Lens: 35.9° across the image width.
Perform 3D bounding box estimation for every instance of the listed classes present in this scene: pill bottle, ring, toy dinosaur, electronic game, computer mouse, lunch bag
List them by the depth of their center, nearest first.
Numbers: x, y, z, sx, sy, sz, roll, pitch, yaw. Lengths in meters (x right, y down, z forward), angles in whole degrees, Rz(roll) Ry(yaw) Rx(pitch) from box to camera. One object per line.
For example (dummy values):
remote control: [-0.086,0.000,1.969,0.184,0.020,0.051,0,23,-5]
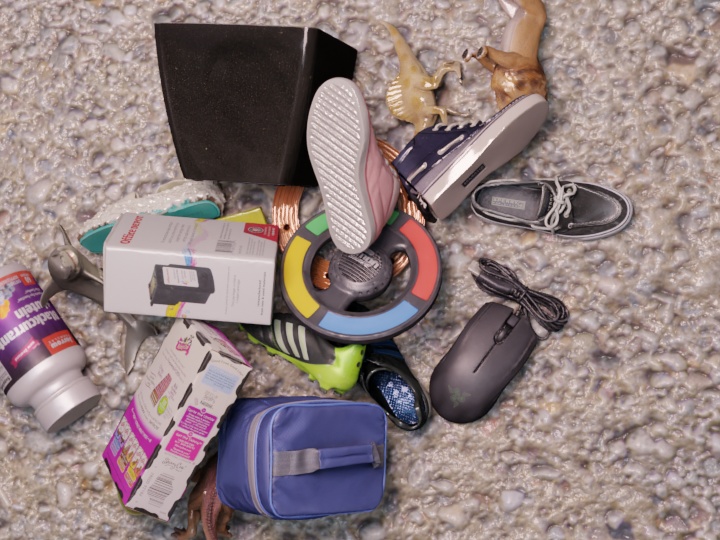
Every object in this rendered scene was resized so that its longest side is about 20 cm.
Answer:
lunch bag: [-0.056,0.220,1.306,0.132,0.198,0.138,-1,88,51]
electronic game: [0.000,0.000,1.330,0.197,0.042,0.202,-2,55,3]
toy dinosaur: [-0.170,0.252,1.348,0.085,0.202,0.136,19,131,-15]
computer mouse: [0.152,0.096,1.356,0.138,0.053,0.201,32,92,8]
toy dinosaur: [0.078,-0.232,1.381,0.100,0.058,0.203,-13,85,9]
ring: [-0.015,-0.072,1.406,0.197,0.019,0.204,-1,86,8]
pill bottle: [-0.419,0.101,1.409,0.111,0.111,0.201,-38,83,5]

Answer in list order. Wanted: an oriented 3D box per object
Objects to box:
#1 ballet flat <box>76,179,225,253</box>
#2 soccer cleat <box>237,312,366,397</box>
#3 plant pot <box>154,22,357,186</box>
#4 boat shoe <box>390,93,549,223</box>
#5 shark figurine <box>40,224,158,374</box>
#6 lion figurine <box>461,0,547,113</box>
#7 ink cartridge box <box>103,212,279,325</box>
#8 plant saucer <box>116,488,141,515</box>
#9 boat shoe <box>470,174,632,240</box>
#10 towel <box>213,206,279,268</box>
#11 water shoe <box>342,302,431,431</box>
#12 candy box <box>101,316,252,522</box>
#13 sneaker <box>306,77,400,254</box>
ballet flat: [-0.267,-0.076,1.428,0.197,0.072,0.073,-14,85,5]
soccer cleat: [-0.073,0.079,1.361,0.199,0.067,0.082,29,95,33]
plant pot: [-0.123,-0.193,1.339,0.197,0.199,0.180,4,95,14]
boat shoe: [0.125,-0.157,1.328,0.200,0.075,0.093,-41,61,1]
shark figurine: [-0.351,0.033,1.395,0.089,0.215,0.128,-39,49,-4]
lion figurine: [0.193,-0.283,1.358,0.121,0.072,0.203,19,82,-25]
ink cartridge box: [-0.200,-0.005,1.336,0.197,0.146,0.084,5,109,-3]
plant saucer: [-0.234,0.205,1.362,0.031,0.200,0.202,26,92,-31]
boat shoe: [0.231,-0.081,1.345,0.196,0.068,0.075,11,89,9]
towel: [-0.207,-0.016,1.422,0.197,0.018,0.087,-16,110,6]
water shoe: [0.017,0.108,1.361,0.071,0.079,0.200,-42,82,4]
candy box: [-0.213,0.164,1.274,0.061,0.136,0.202,27,94,-29]
sneaker: [-0.005,-0.130,1.296,0.074,0.105,0.203,0,109,24]
